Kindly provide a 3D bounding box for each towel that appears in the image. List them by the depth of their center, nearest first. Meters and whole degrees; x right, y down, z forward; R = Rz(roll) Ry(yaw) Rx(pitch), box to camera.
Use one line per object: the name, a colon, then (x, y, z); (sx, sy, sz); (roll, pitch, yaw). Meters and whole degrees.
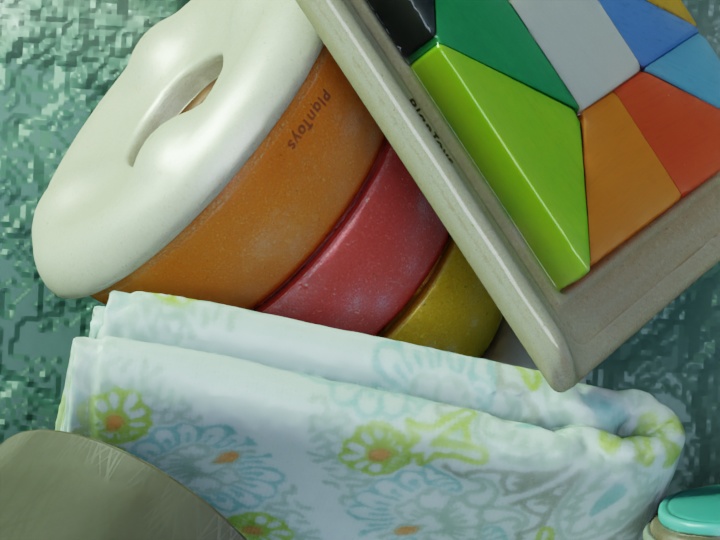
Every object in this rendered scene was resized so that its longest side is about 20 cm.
towel: (-0.010, 0.089, 0.900); (0.199, 0.172, 0.048); (11, 49, -4)

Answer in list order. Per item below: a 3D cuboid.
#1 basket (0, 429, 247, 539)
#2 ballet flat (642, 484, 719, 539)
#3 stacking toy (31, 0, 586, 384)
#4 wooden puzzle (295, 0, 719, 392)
basket: (-0.117, 0.156, 0.796); (0.180, 0.136, 0.200); (20, 55, 22)
ballet flat: (0.146, 0.095, 0.899); (0.067, 0.200, 0.064); (4, 99, 24)
stacking toy: (0.000, 0.000, 0.932); (0.200, 0.146, 0.146); (41, 86, -19)
wooden puzzle: (0.063, -0.075, 0.899); (0.037, 0.200, 0.185); (-33, 91, 37)
